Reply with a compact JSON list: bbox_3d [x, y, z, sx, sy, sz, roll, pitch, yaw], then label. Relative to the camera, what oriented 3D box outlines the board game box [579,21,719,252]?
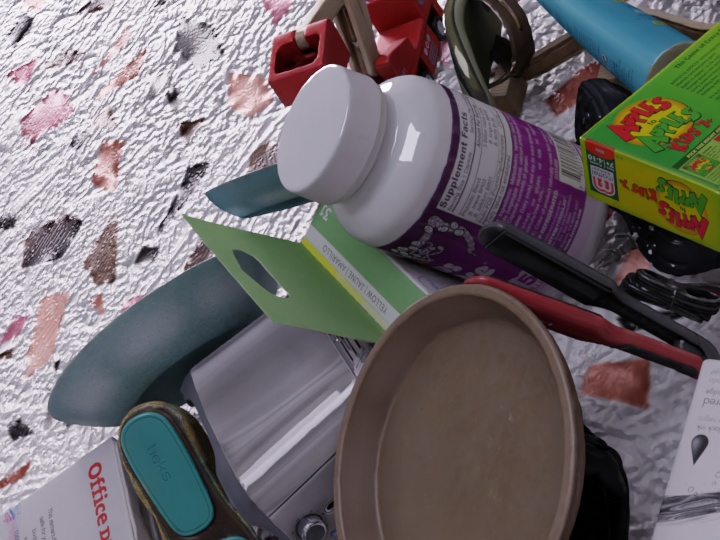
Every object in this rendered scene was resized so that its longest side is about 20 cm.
[{"bbox_3d":[0.238,-0.101,0.908,0.200,0.048,0.101,-39,45,-26],"label":"board game box"}]

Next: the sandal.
[{"bbox_3d":[0.098,-0.178,1.085,0.057,0.080,0.202,-8,43,17],"label":"sandal"}]

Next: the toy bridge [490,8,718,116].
[{"bbox_3d":[0.188,-0.155,1.067,0.199,0.027,0.067,-6,54,37],"label":"toy bridge"}]

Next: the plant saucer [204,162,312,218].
[{"bbox_3d":[-0.014,-0.072,1.080,0.199,0.200,0.028,-16,90,29],"label":"plant saucer"}]

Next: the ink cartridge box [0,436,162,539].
[{"bbox_3d":[-0.212,0.236,1.046,0.200,0.084,0.145,-36,43,12],"label":"ink cartridge box"}]

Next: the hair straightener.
[{"bbox_3d":[0.160,0.011,0.864,0.041,0.199,0.077,121,167,-68],"label":"hair straightener"}]

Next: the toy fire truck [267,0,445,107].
[{"bbox_3d":[0.003,-0.174,1.134,0.049,0.141,0.201,-15,44,30],"label":"toy fire truck"}]

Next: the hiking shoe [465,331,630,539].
[{"bbox_3d":[0.114,0.104,0.835,0.101,0.075,0.201,131,126,-62],"label":"hiking shoe"}]

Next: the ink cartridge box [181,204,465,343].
[{"bbox_3d":[0.000,0.000,0.973,0.146,0.199,0.048,45,111,48],"label":"ink cartridge box"}]

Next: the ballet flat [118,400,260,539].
[{"bbox_3d":[-0.099,0.178,0.991,0.071,0.071,0.201,-29,83,18],"label":"ballet flat"}]

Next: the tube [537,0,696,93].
[{"bbox_3d":[0.164,-0.172,1.029,0.050,0.077,0.200,-49,40,8],"label":"tube"}]

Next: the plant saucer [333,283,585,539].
[{"bbox_3d":[0.054,0.108,0.820,0.200,0.029,0.201,-23,60,49],"label":"plant saucer"}]

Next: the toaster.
[{"bbox_3d":[-0.033,0.094,0.991,0.129,0.114,0.200,-39,33,3],"label":"toaster"}]

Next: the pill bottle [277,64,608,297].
[{"bbox_3d":[0.051,-0.058,0.950,0.112,0.199,0.113,-38,42,45],"label":"pill bottle"}]

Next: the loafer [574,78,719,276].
[{"bbox_3d":[0.195,-0.065,0.973,0.070,0.068,0.201,-8,36,-11],"label":"loafer"}]

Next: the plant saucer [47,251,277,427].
[{"bbox_3d":[-0.129,0.060,1.066,0.201,0.201,0.039,-40,76,7],"label":"plant saucer"}]

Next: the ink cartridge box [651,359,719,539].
[{"bbox_3d":[0.214,0.154,0.769,0.116,0.068,0.201,4,61,34],"label":"ink cartridge box"}]
